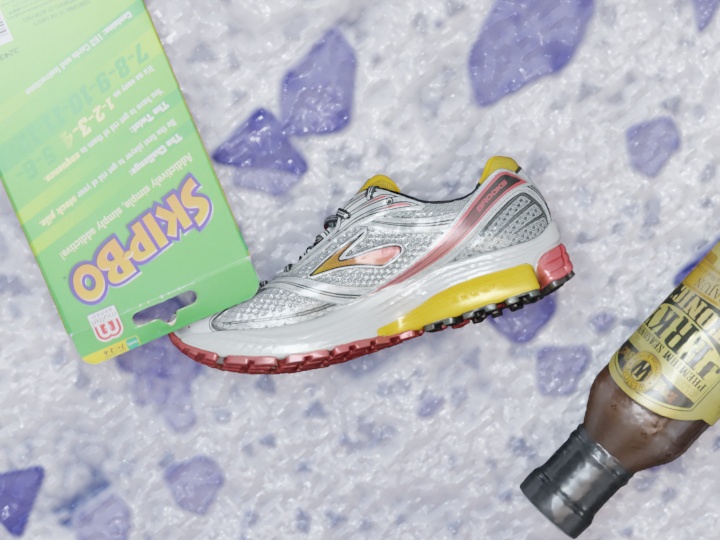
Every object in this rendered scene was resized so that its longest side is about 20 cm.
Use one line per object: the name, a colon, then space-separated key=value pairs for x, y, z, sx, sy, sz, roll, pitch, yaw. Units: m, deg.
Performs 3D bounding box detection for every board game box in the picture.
board game box: x=-0.127 y=-0.062 z=1.248 sx=0.095 sy=0.030 sz=0.200 roll=-23 pitch=100 yaw=-4

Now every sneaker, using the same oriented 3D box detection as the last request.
sneaker: x=0.000 y=0.000 z=1.299 sx=0.200 sy=0.078 sz=0.082 roll=-17 pitch=84 yaw=-2

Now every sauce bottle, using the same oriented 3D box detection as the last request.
sauce bottle: x=0.164 y=0.054 z=1.349 sx=0.065 sy=0.065 sz=0.200 roll=39 pitch=95 yaw=-21
